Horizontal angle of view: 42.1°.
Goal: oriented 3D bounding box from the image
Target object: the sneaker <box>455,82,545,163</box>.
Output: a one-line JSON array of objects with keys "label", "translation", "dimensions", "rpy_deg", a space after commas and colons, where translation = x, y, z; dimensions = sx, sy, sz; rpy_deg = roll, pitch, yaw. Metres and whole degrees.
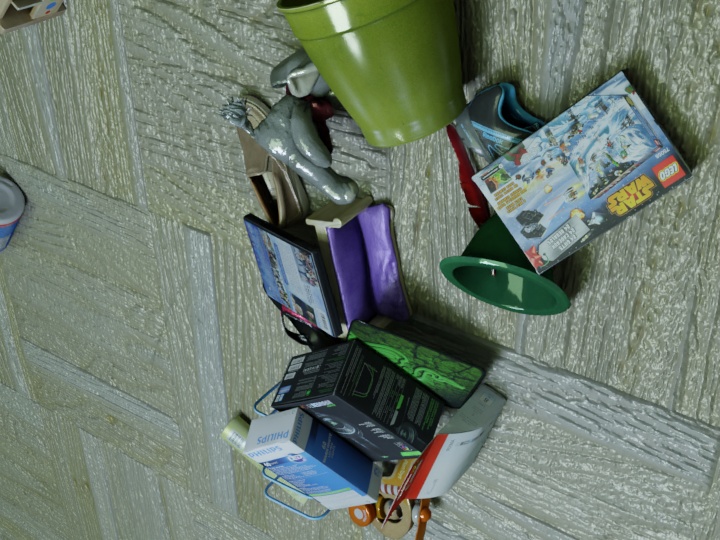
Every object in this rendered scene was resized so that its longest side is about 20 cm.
[{"label": "sneaker", "translation": [0.193, -0.127, 1.097], "dimensions": [0.200, 0.073, 0.082], "rpy_deg": [52, 137, 1]}]

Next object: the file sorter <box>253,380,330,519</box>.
[{"label": "file sorter", "translation": [-0.090, 0.292, 1.563], "dimensions": [0.138, 0.123, 0.201], "rpy_deg": [17, 126, 30]}]

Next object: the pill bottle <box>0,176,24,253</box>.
[{"label": "pill bottle", "translation": [-0.750, -0.093, 1.874], "dimensions": [0.112, 0.112, 0.200], "rpy_deg": [50, 136, 2]}]

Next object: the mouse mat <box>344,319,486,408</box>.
[{"label": "mouse mat", "translation": [0.070, 0.137, 1.336], "dimensions": [0.199, 0.008, 0.161], "rpy_deg": [22, 151, 3]}]

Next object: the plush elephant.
[{"label": "plush elephant", "translation": [-0.063, -0.214, 1.217], "dimensions": [0.200, 0.165, 0.155], "rpy_deg": [33, 101, -25]}]

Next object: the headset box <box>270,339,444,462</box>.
[{"label": "headset box", "translation": [0.000, 0.204, 1.394], "dimensions": [0.200, 0.093, 0.174], "rpy_deg": [37, 149, -25]}]

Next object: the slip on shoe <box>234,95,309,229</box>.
[{"label": "slip on shoe", "translation": [-0.141, -0.155, 1.366], "dimensions": [0.076, 0.061, 0.201], "rpy_deg": [-6, 112, 42]}]

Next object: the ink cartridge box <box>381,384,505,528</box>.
[{"label": "ink cartridge box", "translation": [0.118, 0.272, 1.321], "dimensions": [0.047, 0.200, 0.161], "rpy_deg": [34, 133, 17]}]

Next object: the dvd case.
[{"label": "dvd case", "translation": [-0.101, 0.004, 1.368], "dimensions": [0.200, 0.017, 0.143], "rpy_deg": [27, 139, 50]}]

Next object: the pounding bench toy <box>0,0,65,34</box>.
[{"label": "pounding bench toy", "translation": [-0.530, -0.500, 1.424], "dimensions": [0.156, 0.124, 0.201], "rpy_deg": [-33, 93, 46]}]

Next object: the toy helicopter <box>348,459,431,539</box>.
[{"label": "toy helicopter", "translation": [0.069, 0.352, 1.507], "dimensions": [0.132, 0.079, 0.201], "rpy_deg": [33, 121, 28]}]

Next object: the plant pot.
[{"label": "plant pot", "translation": [0.032, -0.255, 1.079], "dimensions": [0.199, 0.200, 0.194], "rpy_deg": [0, 124, 40]}]

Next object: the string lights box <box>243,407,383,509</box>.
[{"label": "string lights box", "translation": [-0.069, 0.288, 1.411], "dimensions": [0.102, 0.059, 0.200], "rpy_deg": [-20, 132, 37]}]

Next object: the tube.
[{"label": "tube", "translation": [-0.168, 0.349, 1.721], "dimensions": [0.200, 0.052, 0.058], "rpy_deg": [39, 176, 9]}]

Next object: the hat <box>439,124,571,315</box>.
[{"label": "hat", "translation": [0.196, -0.061, 1.176], "dimensions": [0.165, 0.177, 0.200], "rpy_deg": [5, 159, 40]}]

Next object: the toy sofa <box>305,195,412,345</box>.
[{"label": "toy sofa", "translation": [0.000, 0.000, 1.332], "dimensions": [0.097, 0.083, 0.201], "rpy_deg": [9, 122, 36]}]

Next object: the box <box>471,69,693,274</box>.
[{"label": "box", "translation": [0.244, -0.107, 1.039], "dimensions": [0.200, 0.040, 0.137], "rpy_deg": [-34, 92, 22]}]

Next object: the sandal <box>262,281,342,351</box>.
[{"label": "sandal", "translation": [-0.088, 0.089, 1.487], "dimensions": [0.200, 0.045, 0.075], "rpy_deg": [52, 136, 1]}]
